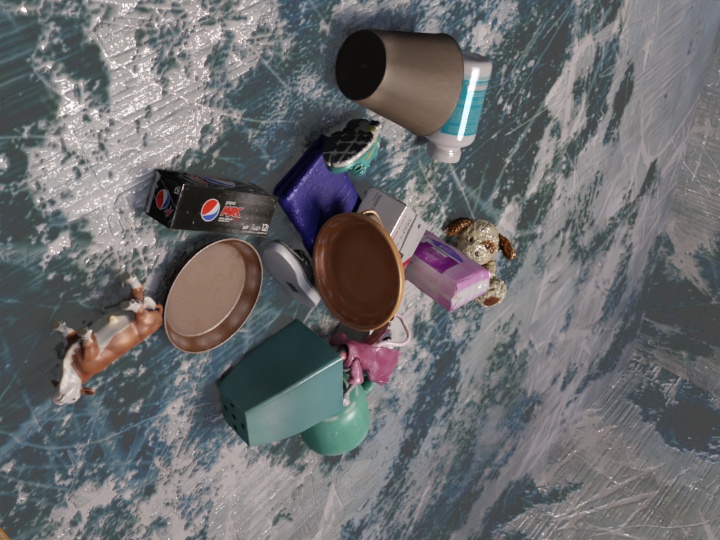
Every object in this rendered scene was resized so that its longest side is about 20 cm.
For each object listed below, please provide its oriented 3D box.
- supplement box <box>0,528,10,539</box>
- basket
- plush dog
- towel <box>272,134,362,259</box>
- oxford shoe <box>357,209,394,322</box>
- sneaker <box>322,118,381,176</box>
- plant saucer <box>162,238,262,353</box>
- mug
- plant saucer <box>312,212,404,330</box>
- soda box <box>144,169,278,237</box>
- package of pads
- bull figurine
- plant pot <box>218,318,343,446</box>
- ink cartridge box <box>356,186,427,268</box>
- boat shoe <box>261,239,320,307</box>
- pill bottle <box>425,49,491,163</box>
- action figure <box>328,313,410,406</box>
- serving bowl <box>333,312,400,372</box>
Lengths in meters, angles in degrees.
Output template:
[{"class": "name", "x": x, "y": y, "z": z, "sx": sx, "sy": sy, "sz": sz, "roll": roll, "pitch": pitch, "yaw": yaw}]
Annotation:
[{"class": "supplement box", "x": -0.555, "y": 0.354, "z": 0.941, "sx": 0.199, "sy": 0.125, "sz": 0.074, "roll": 5, "pitch": 111, "yaw": -56}, {"class": "basket", "x": 0.062, "y": -0.327, "z": 1.285, "sx": 0.199, "sy": 0.135, "sz": 0.183, "roll": -3, "pitch": 113, "yaw": -49}, {"class": "plush dog", "x": 0.265, "y": -0.037, "z": 1.779, "sx": 0.161, "sy": 0.198, "sz": 0.173, "roll": -71, "pitch": -177, "yaw": -62}, {"class": "towel", "x": -0.073, "y": -0.123, "z": 1.329, "sx": 0.148, "sy": 0.049, "sz": 0.201, "roll": -55, "pitch": 149, "yaw": -18}, {"class": "oxford shoe", "x": 0.033, "y": -0.006, "z": 1.324, "sx": 0.071, "sy": 0.073, "sz": 0.203, "roll": -19, "pitch": 114, "yaw": -21}, {"class": "sneaker", "x": -0.005, "y": -0.196, "z": 1.279, "sx": 0.200, "sy": 0.076, "sz": 0.081, "roll": -51, "pitch": 143, "yaw": -59}, {"class": "plant saucer", "x": -0.241, "y": 0.036, "z": 1.223, "sx": 0.199, "sy": 0.034, "sz": 0.202, "roll": -33, "pitch": 138, "yaw": -35}, {"class": "mug", "x": -0.058, "y": 0.268, "z": 1.561, "sx": 0.186, "sy": 0.150, "sz": 0.115, "roll": -79, "pitch": 164, "yaw": -44}, {"class": "plant saucer", "x": 0.000, "y": 0.000, "z": 1.286, "sx": 0.037, "sy": 0.199, "sz": 0.203, "roll": -19, "pitch": 129, "yaw": -46}, {"class": "soda box", "x": -0.215, "y": -0.098, "z": 1.129, "sx": 0.199, "sy": 0.063, "sz": 0.072, "roll": 1, "pitch": 113, "yaw": -55}, {"class": "package of pads", "x": 0.162, "y": -0.003, "z": 1.602, "sx": 0.120, "sy": 0.199, "sz": 0.076, "roll": -20, "pitch": 135, "yaw": -41}, {"class": "bull figurine", "x": -0.362, "y": 0.096, "z": 1.063, "sx": 0.200, "sy": 0.065, "sz": 0.122, "roll": -44, "pitch": 156, "yaw": -30}, {"class": "plant pot", "x": -0.152, "y": 0.217, "z": 1.399, "sx": 0.199, "sy": 0.141, "sz": 0.143, "roll": -27, "pitch": 135, "yaw": -31}, {"class": "ink cartridge box", "x": 0.044, "y": -0.061, "z": 1.462, "sx": 0.146, "sy": 0.083, "sz": 0.200, "roll": -61, "pitch": 162, "yaw": 2}, {"class": "boat shoe", "x": -0.116, "y": -0.004, "z": 1.346, "sx": 0.057, "sy": 0.068, "sz": 0.201, "roll": -65, "pitch": 154, "yaw": -22}, {"class": "pill bottle", "x": 0.179, "y": -0.315, "z": 1.470, "sx": 0.110, "sy": 0.110, "sz": 0.202, "roll": -20, "pitch": 129, "yaw": -46}, {"class": "action figure", "x": 0.006, "y": 0.170, "z": 1.492, "sx": 0.149, "sy": 0.135, "sz": 0.199, "roll": -42, "pitch": 153, "yaw": 25}, {"class": "serving bowl", "x": 0.025, "y": 0.150, "z": 1.652, "sx": 0.199, "sy": 0.065, "sz": 0.202, "roll": -35, "pitch": 140, "yaw": -35}]
